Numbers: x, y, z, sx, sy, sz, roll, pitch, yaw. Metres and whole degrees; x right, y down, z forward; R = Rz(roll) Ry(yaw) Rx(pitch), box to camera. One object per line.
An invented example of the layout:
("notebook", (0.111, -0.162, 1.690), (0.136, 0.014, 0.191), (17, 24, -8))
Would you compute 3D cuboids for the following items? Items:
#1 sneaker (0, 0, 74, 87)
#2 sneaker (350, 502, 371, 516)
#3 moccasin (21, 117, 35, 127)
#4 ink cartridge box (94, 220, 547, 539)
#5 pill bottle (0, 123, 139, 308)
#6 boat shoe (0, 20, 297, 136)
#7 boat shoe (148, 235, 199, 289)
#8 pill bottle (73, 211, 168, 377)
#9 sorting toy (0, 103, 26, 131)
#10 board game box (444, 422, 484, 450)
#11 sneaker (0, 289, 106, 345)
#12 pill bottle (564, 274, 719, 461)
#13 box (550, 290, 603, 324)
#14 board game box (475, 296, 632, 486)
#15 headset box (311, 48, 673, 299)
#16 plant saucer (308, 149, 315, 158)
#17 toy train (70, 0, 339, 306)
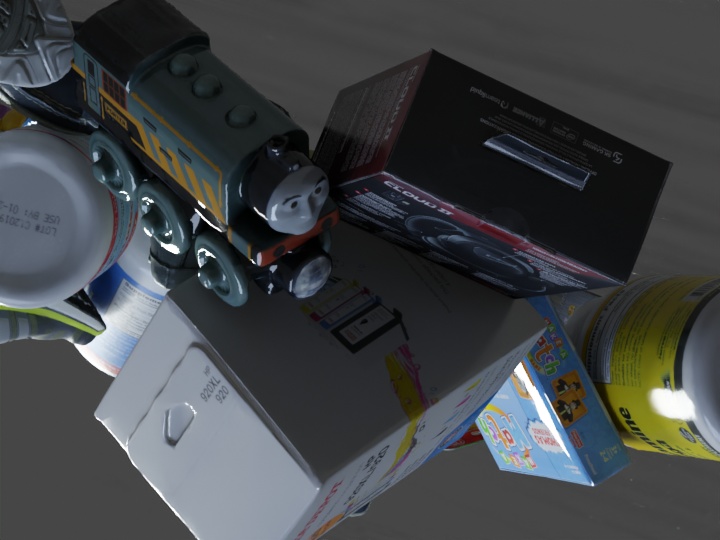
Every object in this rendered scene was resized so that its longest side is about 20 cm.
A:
("sneaker", (-0.252, -0.171, 1.538), (0.200, 0.078, 0.099), (32, 177, -4))
("sneaker", (-0.032, 0.141, 1.974), (0.067, 0.090, 0.200), (2, 177, -17))
("moccasin", (-0.199, -0.086, 1.859), (0.080, 0.068, 0.200), (33, 155, 2))
("ink cartridge box", (-0.025, 0.060, 1.564), (0.145, 0.200, 0.147), (49, 143, 12))
("pill bottle", (-0.198, -0.039, 1.676), (0.109, 0.109, 0.200), (22, -173, 0))
("boat shoe", (-0.130, -0.103, 1.597), (0.200, 0.075, 0.062), (23, 173, -17))
("boat shoe", (-0.080, -0.023, 1.621), (0.073, 0.062, 0.200), (16, -172, 16))
("pill bottle", (-0.134, -0.014, 1.852), (0.112, 0.112, 0.200), (23, 143, -7))
("sorting toy", (-0.340, -0.106, 2.029), (0.180, 0.107, 0.200), (28, 172, 6))
("board game box", (0.055, 0.079, 2.047), (0.095, 0.030, 0.200), (-14, -149, -26))
("sneaker", (-0.247, 0.022, 1.775), (0.200, 0.081, 0.074), (22, -149, -57))
("pill bottle", (0.204, 0.059, 1.637), (0.112, 0.113, 0.200), (26, 170, -22))
("box", (0.190, 0.066, 1.908), (0.158, 0.048, 0.200), (21, 171, 12))
("board game box", (0.085, 0.038, 1.677), (0.200, 0.037, 0.151), (63, 162, -9))
("headset box", (0.066, -0.049, 1.447), (0.149, 0.077, 0.200), (24, 170, -13))
("plant saucer", (0.000, 0.000, 1.747), (0.200, 0.031, 0.200), (54, 164, 23))
("toy train", (-0.087, -0.067, 1.466), (0.200, 0.085, 0.114), (43, 150, 33))
